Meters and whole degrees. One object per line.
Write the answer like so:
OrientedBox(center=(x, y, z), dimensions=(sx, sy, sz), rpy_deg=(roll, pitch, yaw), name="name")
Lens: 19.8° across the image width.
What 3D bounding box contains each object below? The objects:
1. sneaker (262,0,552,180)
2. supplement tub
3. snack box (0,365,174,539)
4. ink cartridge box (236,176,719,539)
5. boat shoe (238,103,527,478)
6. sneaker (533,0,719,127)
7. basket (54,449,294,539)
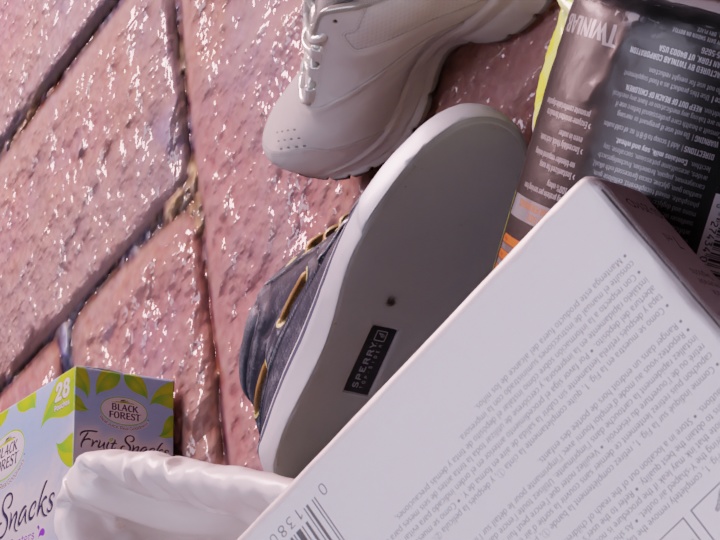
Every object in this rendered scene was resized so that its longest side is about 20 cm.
OrientedBox(center=(0.004, -0.112, 0.934), dimensions=(0.200, 0.087, 0.075), rpy_deg=(-46, 47, 43), name="sneaker")
OrientedBox(center=(0.105, 0.010, 0.705), dimensions=(0.123, 0.122, 0.200), rpy_deg=(30, 106, 56), name="supplement tub")
OrientedBox(center=(-0.167, 0.172, 1.133), dimensions=(0.169, 0.068, 0.200), rpy_deg=(-31, 54, 51), name="snack box")
OrientedBox(center=(0.060, 0.103, 0.619), dimensions=(0.200, 0.045, 0.176), rpy_deg=(-47, 60, 19), name="ink cartridge box")
OrientedBox(center=(0.000, 0.000, 0.920), dimensions=(0.200, 0.071, 0.091), rpy_deg=(-61, 29, 20), name="boat shoe")
OrientedBox(center=(0.106, -0.134, 0.775), dimensions=(0.075, 0.076, 0.200), rpy_deg=(49, 121, 51), name="sneaker")
OrientedBox(center=(-0.021, 0.180, 0.814), dimensions=(0.198, 0.161, 0.200), rpy_deg=(-1, 80, 57), name="basket")
